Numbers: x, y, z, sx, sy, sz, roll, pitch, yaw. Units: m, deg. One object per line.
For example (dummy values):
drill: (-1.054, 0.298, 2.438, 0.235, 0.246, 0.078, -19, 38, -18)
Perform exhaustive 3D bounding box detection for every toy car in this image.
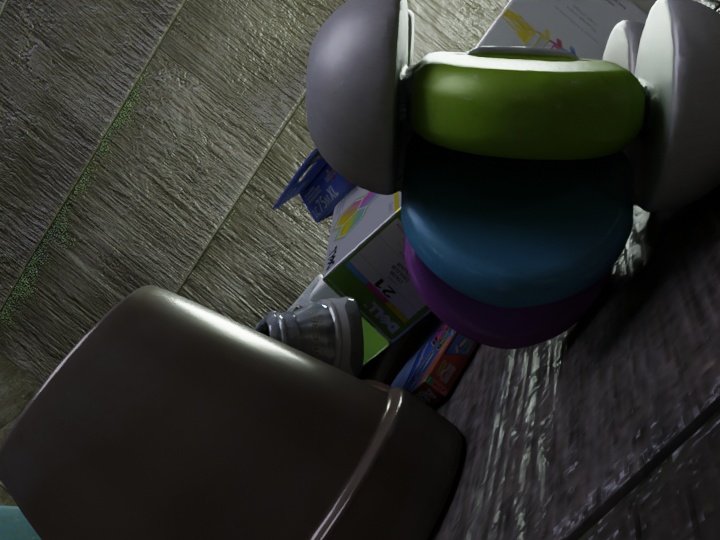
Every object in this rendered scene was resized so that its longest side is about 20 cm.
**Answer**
toy car: (0.068, -0.043, 0.410, 0.200, 0.173, 0.152, -60, -26, -79)

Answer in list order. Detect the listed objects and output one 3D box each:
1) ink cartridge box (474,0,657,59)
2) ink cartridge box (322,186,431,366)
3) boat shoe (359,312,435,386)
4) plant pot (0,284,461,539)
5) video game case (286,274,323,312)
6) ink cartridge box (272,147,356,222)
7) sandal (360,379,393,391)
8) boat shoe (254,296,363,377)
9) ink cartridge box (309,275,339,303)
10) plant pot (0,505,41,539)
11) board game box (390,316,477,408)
ink cartridge box: (0.189, -0.214, 0.863, 0.200, 0.125, 0.129, -51, 1, 42)
ink cartridge box: (0.000, 0.000, 0.702, 0.200, 0.076, 0.148, -41, 17, 18)
boat shoe: (0.046, 0.042, 0.739, 0.073, 0.063, 0.201, -29, 25, 48)
plant pot: (-0.075, 0.106, 0.453, 0.201, 0.173, 0.200, -52, 0, 0)
video game case: (-0.073, 0.116, 1.133, 0.182, 0.024, 0.200, -49, 32, 4)
ink cartridge box: (0.023, -0.104, 0.820, 0.199, 0.042, 0.119, -26, -7, -31)
sandal: (-0.043, 0.141, 0.596, 0.212, 0.077, 0.070, -41, 15, 47)
boat shoe: (-0.061, 0.065, 0.623, 0.202, 0.064, 0.075, 147, 121, -62)
ink cartridge box: (0.050, -0.020, 0.884, 0.200, 0.084, 0.146, -44, 3, 5)
plant pot: (-0.216, 0.262, 0.540, 0.196, 0.200, 0.196, -50, 2, 23)
board game box: (0.073, 0.031, 0.640, 0.200, 0.019, 0.103, -53, 1, -37)
